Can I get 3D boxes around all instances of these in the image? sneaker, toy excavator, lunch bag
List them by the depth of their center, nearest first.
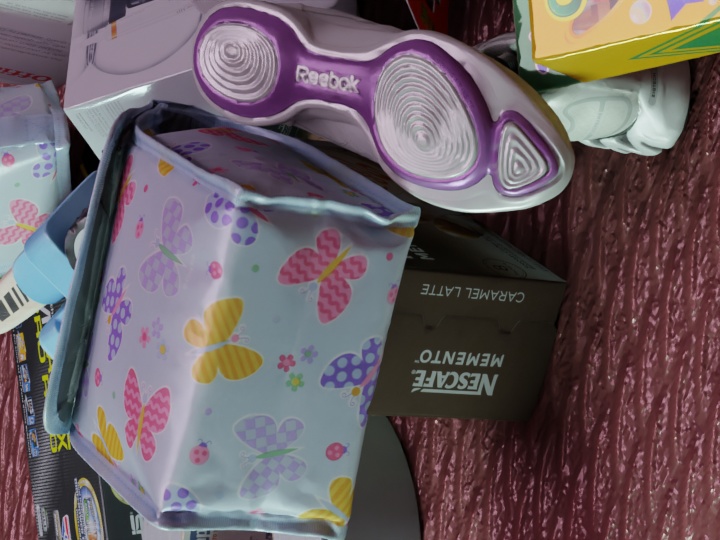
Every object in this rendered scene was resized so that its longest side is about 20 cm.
[{"bbox_3d":[0.022,-0.085,1.217,0.200,0.100,0.075,24,108,29],"label":"sneaker"},{"bbox_3d":[-0.077,0.019,1.252,0.200,0.127,0.170,36,115,60],"label":"lunch bag"},{"bbox_3d":[0.072,-0.087,1.277,0.200,0.081,0.075,-8,82,58],"label":"sneaker"},{"bbox_3d":[-0.171,0.008,1.495,0.200,0.194,0.100,-41,8,34],"label":"toy excavator"},{"bbox_3d":[-0.273,-0.051,1.669,0.200,0.169,0.127,131,130,-73],"label":"lunch bag"}]

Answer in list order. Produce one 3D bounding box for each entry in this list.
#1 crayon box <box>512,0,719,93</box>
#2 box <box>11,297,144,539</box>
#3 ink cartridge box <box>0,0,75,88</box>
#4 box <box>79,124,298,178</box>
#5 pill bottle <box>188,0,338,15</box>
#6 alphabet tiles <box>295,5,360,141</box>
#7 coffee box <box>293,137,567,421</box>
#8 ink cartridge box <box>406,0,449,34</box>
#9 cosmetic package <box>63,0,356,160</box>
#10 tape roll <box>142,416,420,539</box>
[{"bbox_3d":[0.139,-0.158,1.133,0.200,0.052,0.126,-12,76,32],"label":"crayon box"},{"bbox_3d":[-0.167,0.098,1.617,0.160,0.044,0.200,164,99,-68],"label":"box"},{"bbox_3d":[-0.211,-0.190,1.662,0.200,0.146,0.083,-21,63,55],"label":"ink cartridge box"},{"bbox_3d":[-0.100,-0.089,1.561,0.200,0.049,0.160,-66,34,35],"label":"box"},{"bbox_3d":[-0.054,-0.221,1.336,0.120,0.120,0.200,-54,30,40],"label":"pill bottle"},{"bbox_3d":[-0.047,-0.126,1.533,0.166,0.006,0.200,-35,58,52],"label":"alphabet tiles"},{"bbox_3d":[0.000,0.000,1.349,0.200,0.114,0.080,38,118,53],"label":"coffee box"},{"bbox_3d":[0.025,-0.214,1.278,0.162,0.050,0.200,-85,-28,-61],"label":"ink cartridge box"},{"bbox_3d":[-0.078,-0.164,1.422,0.151,0.052,0.200,-15,47,16],"label":"cosmetic package"},{"bbox_3d":[-0.047,0.157,1.454,0.200,0.066,0.201,-6,83,57],"label":"tape roll"}]
